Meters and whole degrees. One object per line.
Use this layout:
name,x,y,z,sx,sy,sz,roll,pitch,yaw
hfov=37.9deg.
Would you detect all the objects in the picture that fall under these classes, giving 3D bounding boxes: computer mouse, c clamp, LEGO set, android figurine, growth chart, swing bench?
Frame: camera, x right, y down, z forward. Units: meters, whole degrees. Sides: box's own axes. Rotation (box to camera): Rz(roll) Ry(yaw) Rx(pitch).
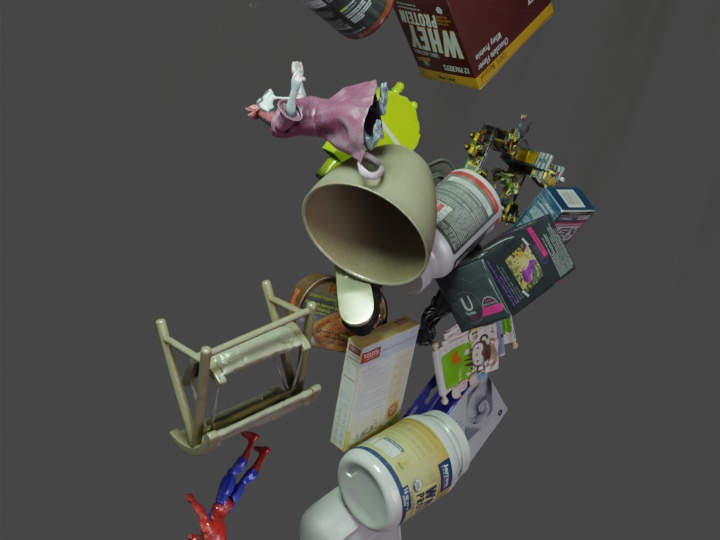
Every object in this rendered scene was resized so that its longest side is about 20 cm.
computer mouse,0.164,0.040,1.792,0.201,0.052,0.139,-56,169,-21
c clamp,0.112,-0.095,1.741,0.198,0.027,0.173,-20,119,-37
LEGO set,0.264,-0.158,1.783,0.155,0.115,0.200,-59,140,-12
android figurine,0.017,-0.195,1.602,0.201,0.041,0.182,-54,133,-9
growth chart,0.205,0.140,1.878,0.199,0.018,0.146,-33,120,-22
swing bench,-0.168,0.149,1.500,0.197,0.129,0.203,-22,120,-36

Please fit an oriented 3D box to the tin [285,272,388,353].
tin,-0.036,0.067,1.657,0.199,0.042,0.113,17,98,-46

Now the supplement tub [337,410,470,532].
supplement tub,0.075,0.329,1.750,0.199,0.143,0.146,-24,121,-37

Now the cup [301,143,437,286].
cup,0.034,-0.099,1.524,0.144,0.198,0.202,-59,137,-34

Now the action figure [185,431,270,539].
action figure,-0.220,0.341,1.580,0.066,0.098,0.202,55,46,-37

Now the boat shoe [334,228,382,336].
boat shoe,-0.003,0.000,1.608,0.063,0.072,0.204,69,20,-64

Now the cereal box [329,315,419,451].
cereal box,0.023,0.184,1.721,0.143,0.039,0.203,-18,127,-45

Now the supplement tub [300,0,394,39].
supplement tub,-0.047,-0.405,1.416,0.199,0.106,0.108,30,85,-45

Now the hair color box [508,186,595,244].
hair color box,0.313,-0.057,1.851,0.099,0.061,0.201,-4,142,-41

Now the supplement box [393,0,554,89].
supplement box,0.163,-0.422,1.587,0.197,0.132,0.201,-46,131,-20

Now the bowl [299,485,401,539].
bowl,-0.004,0.467,1.815,0.198,0.074,0.203,-27,124,-33

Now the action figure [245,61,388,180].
action figure,-0.060,-0.208,1.441,0.134,0.197,0.151,-56,143,-67

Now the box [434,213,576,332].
box,0.239,0.004,1.716,0.199,0.122,0.107,-30,94,-39

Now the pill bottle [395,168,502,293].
pill bottle,0.125,-0.061,1.667,0.200,0.115,0.117,-42,130,-28

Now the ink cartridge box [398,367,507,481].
ink cartridge box,0.173,0.271,1.928,0.200,0.040,0.201,-51,133,-16
